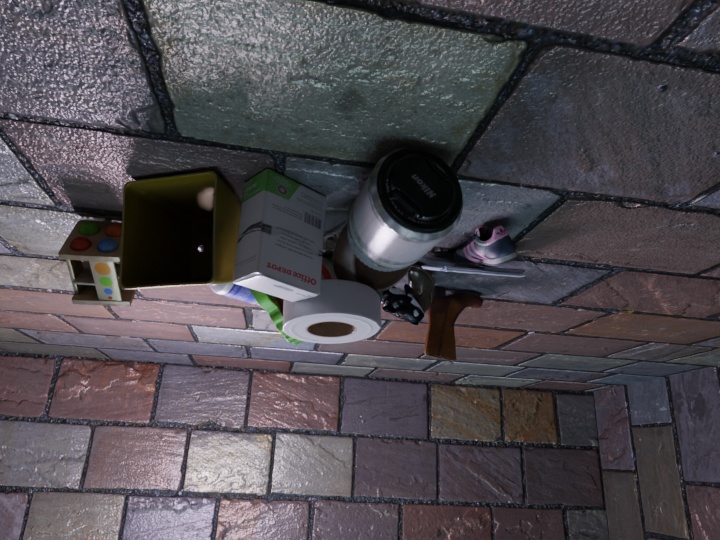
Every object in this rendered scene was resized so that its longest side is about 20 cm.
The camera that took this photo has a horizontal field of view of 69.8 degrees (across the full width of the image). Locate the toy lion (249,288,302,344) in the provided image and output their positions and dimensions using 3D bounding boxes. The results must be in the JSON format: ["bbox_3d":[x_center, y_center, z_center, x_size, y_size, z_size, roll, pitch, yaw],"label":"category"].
[{"bbox_3d":[-0.181,0.067,1.148,0.068,0.193,0.200,-30,146,12],"label":"toy lion"}]

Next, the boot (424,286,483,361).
[{"bbox_3d":[0.272,0.157,1.485,0.186,0.203,0.068,12,158,-24],"label":"boot"}]

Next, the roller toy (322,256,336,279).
[{"bbox_3d":[-0.106,0.066,1.306,0.198,0.185,0.140,-6,161,23],"label":"roller toy"}]

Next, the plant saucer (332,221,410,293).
[{"bbox_3d":[0.041,-0.034,1.033,0.199,0.202,0.037,18,-166,-37],"label":"plant saucer"}]

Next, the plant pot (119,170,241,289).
[{"bbox_3d":[-0.324,-0.061,1.008,0.197,0.203,0.176,-3,172,15],"label":"plant pot"}]

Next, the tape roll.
[{"bbox_3d":[-0.059,0.089,1.056,0.200,0.072,0.203,-1,155,-1],"label":"tape roll"}]

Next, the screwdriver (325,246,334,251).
[{"bbox_3d":[-0.101,-0.059,1.203,0.198,0.028,0.029,14,-173,-32],"label":"screwdriver"}]

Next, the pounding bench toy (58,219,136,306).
[{"bbox_3d":[-0.570,-0.047,1.168,0.122,0.201,0.157,3,129,-8],"label":"pounding bench toy"}]

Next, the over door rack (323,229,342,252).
[{"bbox_3d":[0.023,-0.059,1.126,0.146,0.067,0.199,15,156,-33],"label":"over door rack"}]

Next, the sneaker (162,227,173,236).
[{"bbox_3d":[-0.461,-0.058,1.136,0.075,0.079,0.200,18,172,-21],"label":"sneaker"}]

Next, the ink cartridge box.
[{"bbox_3d":[-0.145,-0.059,0.949,0.083,0.203,0.145,-17,152,41],"label":"ink cartridge box"}]

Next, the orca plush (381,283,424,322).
[{"bbox_3d":[0.078,0.072,1.333,0.105,0.071,0.201,-30,102,38],"label":"orca plush"}]

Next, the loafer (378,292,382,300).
[{"bbox_3d":[0.000,0.000,1.103,0.071,0.063,0.202,-27,134,-18],"label":"loafer"}]

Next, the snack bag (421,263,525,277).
[{"bbox_3d":[0.258,-0.004,1.221,0.197,0.022,0.188,4,-178,-11],"label":"snack bag"}]

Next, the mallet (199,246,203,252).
[{"bbox_3d":[-0.290,-0.070,1.186,0.197,0.042,0.066,-4,161,5],"label":"mallet"}]

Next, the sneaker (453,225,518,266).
[{"bbox_3d":[0.264,-0.058,1.126,0.070,0.083,0.200,-22,-171,-22],"label":"sneaker"}]

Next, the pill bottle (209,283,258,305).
[{"bbox_3d":[-0.309,0.015,1.300,0.111,0.114,0.199,-16,153,41],"label":"pill bottle"}]

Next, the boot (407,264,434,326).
[{"bbox_3d":[0.152,0.068,1.373,0.074,0.098,0.201,12,152,24],"label":"boot"}]

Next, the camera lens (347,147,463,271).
[{"bbox_3d":[0.069,-0.098,0.879,0.158,0.162,0.200,8,159,-15],"label":"camera lens"}]
